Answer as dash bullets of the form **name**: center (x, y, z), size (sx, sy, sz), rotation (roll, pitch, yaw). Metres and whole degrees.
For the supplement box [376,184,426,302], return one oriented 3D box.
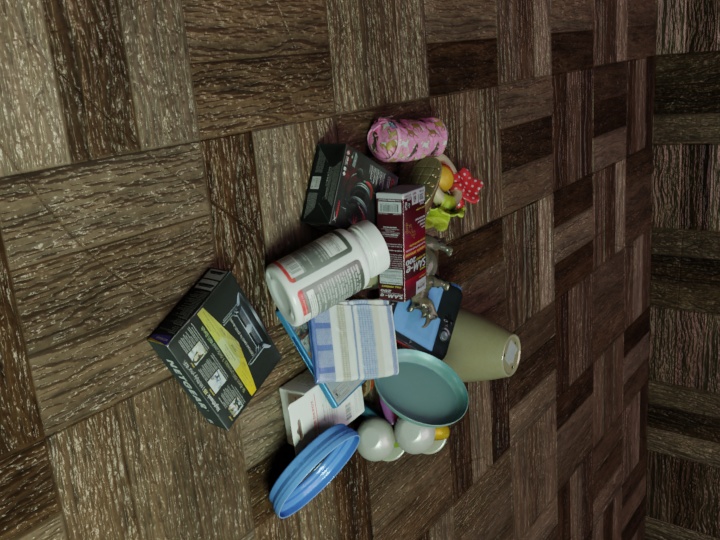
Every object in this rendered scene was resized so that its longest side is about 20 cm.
- **supplement box**: center (0.079, -0.053, 1.405), size (0.108, 0.060, 0.205), rotation (-27, 119, -59)

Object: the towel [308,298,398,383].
- **towel**: center (-0.012, 0.126, 1.353), size (0.197, 0.024, 0.151), rotation (0, 78, -39)

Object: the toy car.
- **toy car**: center (0.078, 0.300, 1.493), size (0.175, 0.196, 0.153), rotation (36, 43, -68)

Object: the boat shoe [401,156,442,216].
- **boat shoe**: center (0.114, -0.140, 1.540), size (0.203, 0.071, 0.067), rotation (-66, 163, 9)

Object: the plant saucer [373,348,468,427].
- **plant saucer**: center (0.115, 0.232, 1.441), size (0.199, 0.199, 0.028), rotation (-27, 146, -47)

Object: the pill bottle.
- **pill bottle**: center (-0.054, 0.000, 1.270), size (0.198, 0.113, 0.116), rotation (-28, 120, -21)

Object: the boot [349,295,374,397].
- **boot**: center (0.009, 0.142, 1.472), size (0.107, 0.074, 0.205), rotation (-20, 115, -58)

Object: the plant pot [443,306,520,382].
- **plant pot**: center (0.258, 0.177, 1.693), size (0.186, 0.197, 0.192), rotation (-11, 104, -51)

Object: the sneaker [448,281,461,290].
- **sneaker**: center (0.150, 0.069, 1.644), size (0.197, 0.070, 0.085), rotation (-20, 113, -43)

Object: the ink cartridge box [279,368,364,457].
- **ink cartridge box**: center (-0.081, 0.247, 1.362), size (0.199, 0.067, 0.119), rotation (-28, 117, -48)

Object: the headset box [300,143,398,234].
- **headset box**: center (-0.011, -0.132, 1.388), size (0.199, 0.074, 0.152), rotation (24, 76, -52)

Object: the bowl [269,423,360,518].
- **bowl**: center (-0.083, 0.354, 1.321), size (0.200, 0.039, 0.202), rotation (-41, 159, -19)

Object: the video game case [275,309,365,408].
- **video game case**: center (-0.056, 0.127, 1.348), size (0.143, 0.018, 0.203), rotation (-36, 99, -44)

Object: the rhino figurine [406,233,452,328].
- **rhino figurine**: center (0.135, 0.018, 1.522), size (0.086, 0.060, 0.205), rotation (13, 75, -24)

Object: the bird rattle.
- **bird rattle**: center (0.196, -0.189, 1.641), size (0.165, 0.111, 0.201), rotation (57, 48, -20)

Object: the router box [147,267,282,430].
- **router box**: center (-0.222, 0.124, 1.167), size (0.158, 0.051, 0.202), rotation (-53, 134, -33)

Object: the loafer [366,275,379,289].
- **loafer**: center (0.000, 0.000, 1.413), size (0.199, 0.068, 0.077), rotation (-12, 69, -59)

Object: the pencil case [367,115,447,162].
- **pencil case**: center (0.100, -0.270, 1.509), size (0.198, 0.082, 0.088), rotation (-14, 123, -51)

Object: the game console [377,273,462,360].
- **game console**: center (0.122, 0.078, 1.548), size (0.198, 0.031, 0.180), rotation (32, 69, -26)
